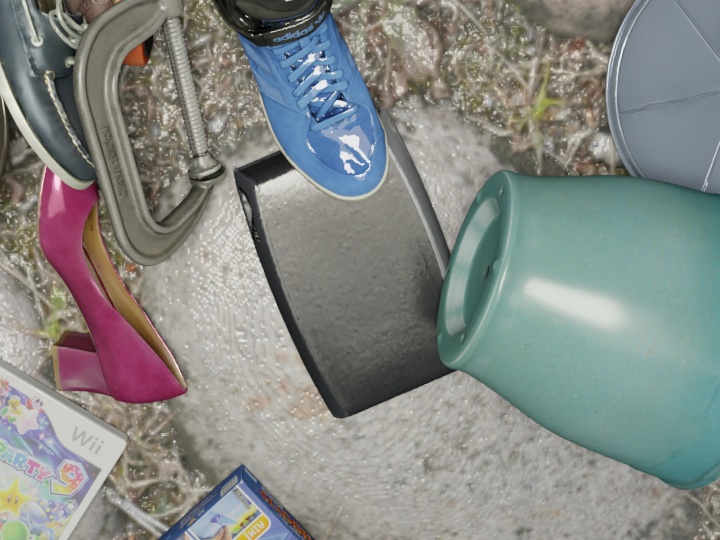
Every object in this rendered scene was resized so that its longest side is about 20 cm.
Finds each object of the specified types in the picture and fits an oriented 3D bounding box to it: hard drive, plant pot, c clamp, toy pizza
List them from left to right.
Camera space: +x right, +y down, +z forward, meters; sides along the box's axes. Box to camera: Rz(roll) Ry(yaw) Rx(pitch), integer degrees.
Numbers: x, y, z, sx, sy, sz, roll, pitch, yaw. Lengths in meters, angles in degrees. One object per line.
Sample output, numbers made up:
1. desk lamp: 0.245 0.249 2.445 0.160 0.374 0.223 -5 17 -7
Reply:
1. c clamp: -0.127 -0.113 0.841 0.027 0.171 0.203 6 119 24
2. hard drive: 0.000 0.000 0.912 0.133 0.042 0.203 -22 104 0
3. plant pot: 0.157 0.022 0.848 0.185 0.200 0.203 17 101 -10
4. toy pizza: 0.270 -0.134 0.913 0.196 0.032 0.204 -1 102 -5

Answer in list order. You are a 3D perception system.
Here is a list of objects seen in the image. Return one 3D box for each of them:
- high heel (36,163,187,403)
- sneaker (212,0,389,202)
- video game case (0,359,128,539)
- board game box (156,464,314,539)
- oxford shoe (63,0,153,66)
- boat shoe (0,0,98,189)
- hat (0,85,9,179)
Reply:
1. high heel: -0.170 0.000 0.879 0.094 0.067 0.203 3 108 4
2. sneaker: -0.040 -0.140 0.820 0.076 0.111 0.203 -23 89 -1
3. video game case: -0.283 0.171 0.937 0.142 0.018 0.201 32 98 -11
4. board game box: -0.118 0.264 0.964 0.199 0.034 0.136 -41 104 5
5. oxford shoe: -0.176 -0.237 0.830 0.071 0.071 0.204 1 103 0
6. boat shoe: -0.199 -0.153 0.799 0.061 0.075 0.203 -22 91 10
7. hat: -0.308 -0.107 0.838 0.197 0.081 0.204 2 98 11
